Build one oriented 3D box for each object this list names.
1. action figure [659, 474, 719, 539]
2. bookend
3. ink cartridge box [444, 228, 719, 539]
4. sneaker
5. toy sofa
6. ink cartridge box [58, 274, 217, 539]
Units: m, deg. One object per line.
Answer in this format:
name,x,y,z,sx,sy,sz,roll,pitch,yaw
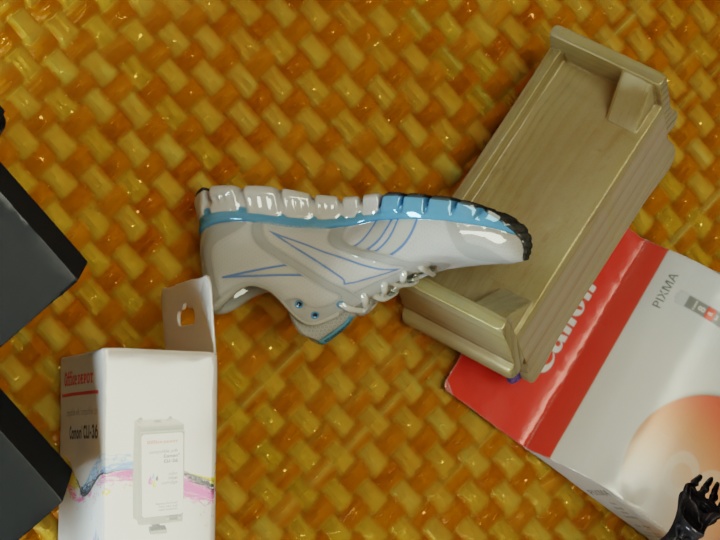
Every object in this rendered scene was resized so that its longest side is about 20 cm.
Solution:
action figure,0.168,0.221,1.367,0.119,0.200,0.102,49,32,18
bookend,-0.208,0.051,1.217,0.200,0.092,0.199,-41,98,3
ink cartridge box,0.174,0.061,1.418,0.200,0.050,0.163,37,74,-17
sneaker,0.000,0.000,1.310,0.199,0.075,0.087,1,80,17
toy sofa,0.108,-0.037,1.386,0.083,0.098,0.200,27,74,23
ink cartridge box,-0.125,0.105,1.268,0.067,0.116,0.201,3,84,-19
